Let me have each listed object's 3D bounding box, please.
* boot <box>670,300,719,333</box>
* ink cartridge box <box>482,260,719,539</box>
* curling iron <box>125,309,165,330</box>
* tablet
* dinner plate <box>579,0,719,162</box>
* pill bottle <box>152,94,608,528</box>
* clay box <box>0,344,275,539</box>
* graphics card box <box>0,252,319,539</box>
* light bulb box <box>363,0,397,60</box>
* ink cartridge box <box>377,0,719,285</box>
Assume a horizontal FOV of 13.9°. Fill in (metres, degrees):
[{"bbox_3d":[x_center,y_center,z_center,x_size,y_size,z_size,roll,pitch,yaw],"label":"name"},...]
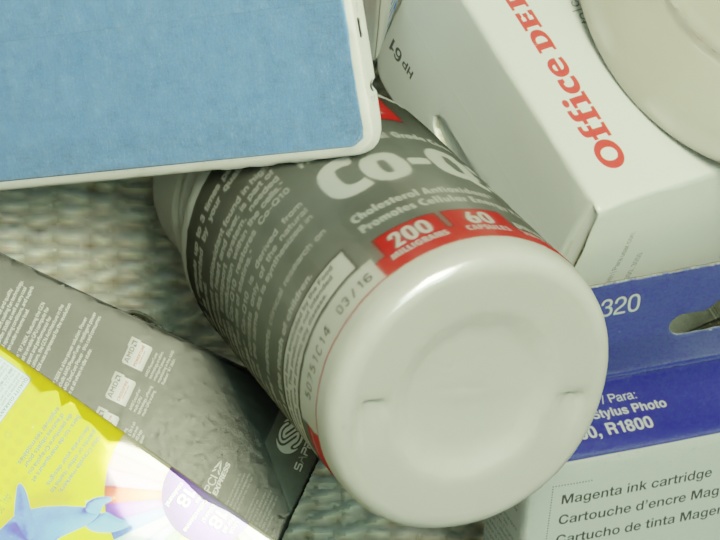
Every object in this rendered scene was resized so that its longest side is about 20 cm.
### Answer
[{"bbox_3d":[0.155,-0.024,1.274,0.199,0.068,0.131,-23,79,-26],"label":"boot"},{"bbox_3d":[0.145,0.088,1.199,0.195,0.043,0.201,-10,128,-20],"label":"ink cartridge box"},{"bbox_3d":[-0.102,0.113,1.176,0.049,0.026,0.201,14,77,-11],"label":"curling iron"},{"bbox_3d":[-0.092,-0.098,1.092,0.014,0.199,0.131,-32,115,-62],"label":"tablet"},{"bbox_3d":[0.177,-0.134,1.134,0.199,0.024,0.202,-3,78,15],"label":"dinner plate"},{"bbox_3d":[0.000,0.000,1.112,0.113,0.200,0.115,-12,122,-21],"label":"pill bottle"},{"bbox_3d":[-0.108,0.116,1.085,0.200,0.048,0.115,36,79,0],"label":"clay box"},{"bbox_3d":[-0.123,0.071,1.143,0.199,0.051,0.126,24,75,0],"label":"graphics card box"},{"bbox_3d":[-0.050,-0.219,1.169,0.197,0.125,0.201,19,75,4],"label":"light bulb box"},{"bbox_3d":[0.128,-0.080,1.222,0.199,0.085,0.145,-18,63,-27],"label":"ink cartridge box"}]
